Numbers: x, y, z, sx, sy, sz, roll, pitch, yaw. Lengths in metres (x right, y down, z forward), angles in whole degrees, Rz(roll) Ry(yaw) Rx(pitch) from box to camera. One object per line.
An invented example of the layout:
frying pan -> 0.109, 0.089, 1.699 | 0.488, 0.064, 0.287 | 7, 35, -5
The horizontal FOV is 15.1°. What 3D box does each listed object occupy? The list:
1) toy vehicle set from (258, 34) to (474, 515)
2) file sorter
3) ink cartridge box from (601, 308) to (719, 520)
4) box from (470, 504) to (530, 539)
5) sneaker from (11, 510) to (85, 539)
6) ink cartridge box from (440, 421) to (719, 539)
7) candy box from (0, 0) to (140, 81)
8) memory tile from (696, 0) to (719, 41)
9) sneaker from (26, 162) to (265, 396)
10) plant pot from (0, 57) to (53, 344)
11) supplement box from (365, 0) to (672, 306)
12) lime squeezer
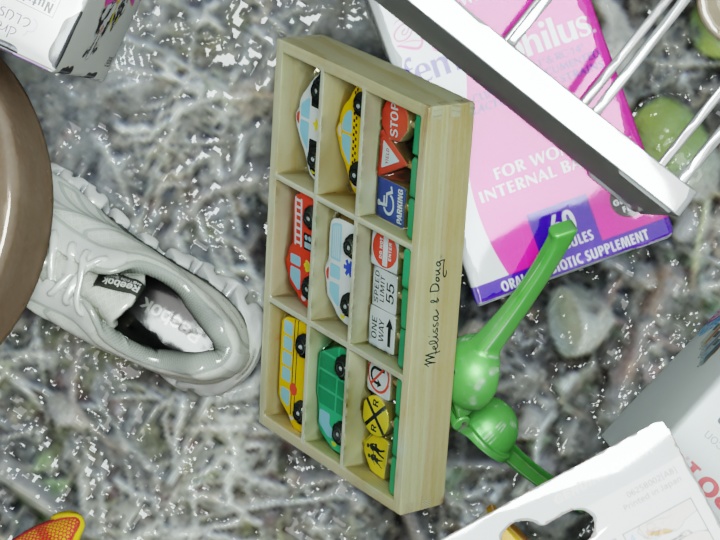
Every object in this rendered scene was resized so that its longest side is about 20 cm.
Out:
toy vehicle set -> 0.000, 0.000, 1.285 | 0.026, 0.124, 0.200 | -10, 113, -34
file sorter -> 0.090, -0.133, 1.191 | 0.200, 0.139, 0.125 | 38, 90, -1
ink cartridge box -> 0.237, 0.066, 1.299 | 0.145, 0.145, 0.200 | 42, 93, -3
box -> 0.089, 0.217, 1.223 | 0.119, 0.041, 0.200 | -45, 95, 2
sneaker -> -0.103, 0.206, 1.345 | 0.077, 0.073, 0.200 | -38, 95, -8
ink cartridge box -> 0.112, 0.189, 1.183 | 0.162, 0.057, 0.200 | -29, 85, 2
candy box -> -0.121, -0.193, 1.272 | 0.071, 0.168, 0.200 | 25, 94, 0
memory tile -> 0.233, -0.194, 1.326 | 0.153, 0.017, 0.200 | 35, 93, -1
sneaker -> -0.139, -0.002, 1.328 | 0.200, 0.081, 0.075 | 26, 95, 0
plant pot -> -0.267, -0.039, 1.250 | 0.200, 0.175, 0.200 | -2, 84, 20
supplement box -> 0.068, -0.095, 1.312 | 0.101, 0.103, 0.200 | -20, 91, 2
lime squeezer -> 0.071, 0.057, 1.298 | 0.071, 0.200, 0.038 | -29, 48, -20
